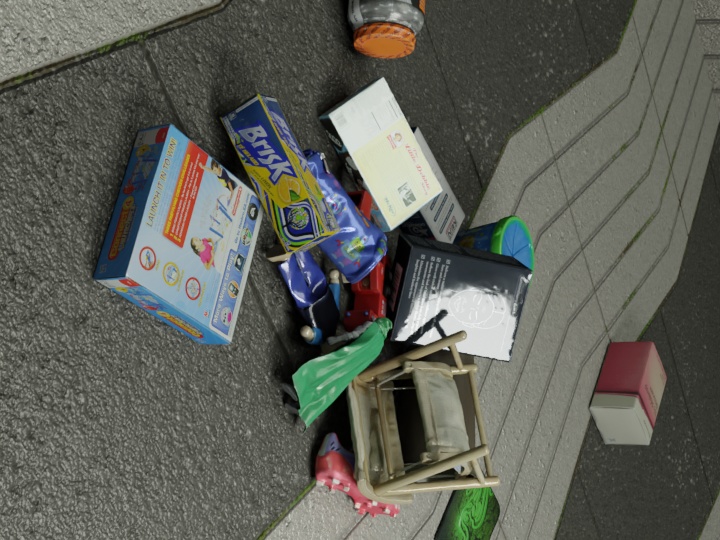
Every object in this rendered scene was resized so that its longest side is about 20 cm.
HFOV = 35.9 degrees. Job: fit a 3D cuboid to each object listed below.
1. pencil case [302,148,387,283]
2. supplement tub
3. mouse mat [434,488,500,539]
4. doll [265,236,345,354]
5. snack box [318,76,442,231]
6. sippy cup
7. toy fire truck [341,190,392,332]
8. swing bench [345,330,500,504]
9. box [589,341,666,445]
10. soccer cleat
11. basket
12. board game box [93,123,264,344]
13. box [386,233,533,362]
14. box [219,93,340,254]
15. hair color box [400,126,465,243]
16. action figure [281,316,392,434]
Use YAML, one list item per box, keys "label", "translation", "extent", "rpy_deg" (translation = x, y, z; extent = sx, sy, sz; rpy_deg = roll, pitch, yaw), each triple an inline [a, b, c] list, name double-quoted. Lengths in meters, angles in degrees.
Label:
- label: "pencil case"
  translation: [-0.041, -0.080, 1.547]
  extent: [0.201, 0.086, 0.078]
  rpy_deg: [51, 12, -16]
- label: "supplement tub"
  translation: [0.042, -0.441, 1.718]
  extent: [0.122, 0.121, 0.203]
  rpy_deg: [20, 71, -53]
- label: "mouse mat"
  translation: [0.191, 0.447, 1.957]
  extent: [0.162, 0.007, 0.201]
  rpy_deg: [62, 40, -32]
- label: "doll"
  translation: [-0.064, 0.039, 1.577]
  extent: [0.202, 0.048, 0.137]
  rpy_deg: [66, 33, -28]
- label: "snack box"
  translation: [0.033, -0.175, 1.683]
  extent: [0.116, 0.037, 0.202]
  rpy_deg: [-36, 106, -24]
- label: "sippy cup"
  translation: [0.216, -0.021, 1.930]
  extent: [0.177, 0.129, 0.142]
  rpy_deg: [22, 68, -53]
- label: "toy fire truck"
  translation: [0.000, 0.000, 1.654]
  extent: [0.141, 0.048, 0.203]
  rpy_deg: [48, 43, -55]
- label: "swing bench"
  translation: [0.083, 0.219, 1.617]
  extent: [0.130, 0.197, 0.201]
  rpy_deg: [65, 14, -55]
- label: "box"
  translation: [0.604, 0.275, 2.499]
  extent: [0.129, 0.108, 0.201]
  rpy_deg: [60, 42, -34]
- label: "soccer cleat"
  translation: [0.002, 0.307, 1.640]
  extent: [0.200, 0.066, 0.078]
  rpy_deg: [40, 51, -44]
- label: "basket"
  translation: [0.121, 0.225, 1.765]
  extent: [0.180, 0.134, 0.203]
  rpy_deg: [53, 39, -64]
- label: "board game box"
  translation: [-0.213, -0.040, 1.356]
  extent: [0.196, 0.055, 0.203]
  rpy_deg: [39, 55, -47]
- label: "box"
  translation: [0.145, 0.041, 1.715]
  extent: [0.107, 0.197, 0.151]
  rpy_deg: [-124, -133, -75]
- label: "box"
  translation: [-0.104, -0.126, 1.450]
  extent: [0.202, 0.064, 0.070]
  rpy_deg: [63, 16, 4]
- label: "hair color box"
  translation: [0.094, -0.125, 1.818]
  extent: [0.201, 0.060, 0.101]
  rpy_deg: [57, 47, -35]
- label: "action figure"
  translation: [-0.026, 0.127, 1.567]
  extent: [0.199, 0.054, 0.119]
  rpy_deg: [-37, 144, -30]
